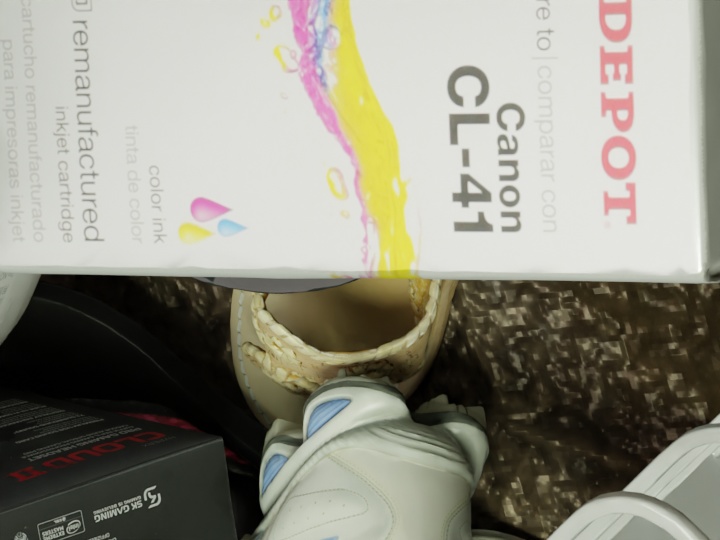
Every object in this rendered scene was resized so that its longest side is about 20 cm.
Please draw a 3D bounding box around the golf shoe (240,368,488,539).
[{"bbox_3d":[-0.022,0.124,0.858,0.078,0.097,0.200,12,135,-14],"label":"golf shoe"}]

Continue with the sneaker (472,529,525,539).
[{"bbox_3d":[0.070,0.169,0.841,0.200,0.073,0.116,47,133,35],"label":"sneaker"}]

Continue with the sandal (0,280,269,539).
[{"bbox_3d":[-0.067,0.068,0.917,0.200,0.045,0.075,31,136,10],"label":"sandal"}]

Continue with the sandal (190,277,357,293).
[{"bbox_3d":[0.022,-0.036,0.775,0.199,0.043,0.076,-7,92,21],"label":"sandal"}]

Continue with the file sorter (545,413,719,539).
[{"bbox_3d":[0.121,0.097,0.709,0.139,0.200,0.125,48,127,10],"label":"file sorter"}]

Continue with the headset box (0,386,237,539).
[{"bbox_3d":[-0.140,0.092,0.835,0.200,0.148,0.075,9,110,50],"label":"headset box"}]

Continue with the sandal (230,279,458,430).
[{"bbox_3d":[-0.004,-0.004,0.842,0.078,0.070,0.212,49,132,9],"label":"sandal"}]

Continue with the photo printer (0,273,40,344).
[{"bbox_3d":[-0.135,-0.043,0.826,0.069,0.166,0.201,28,106,14],"label":"photo printer"}]

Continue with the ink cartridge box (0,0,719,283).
[{"bbox_3d":[0.004,-0.073,0.708,0.199,0.086,0.148,1,97,24],"label":"ink cartridge box"}]
